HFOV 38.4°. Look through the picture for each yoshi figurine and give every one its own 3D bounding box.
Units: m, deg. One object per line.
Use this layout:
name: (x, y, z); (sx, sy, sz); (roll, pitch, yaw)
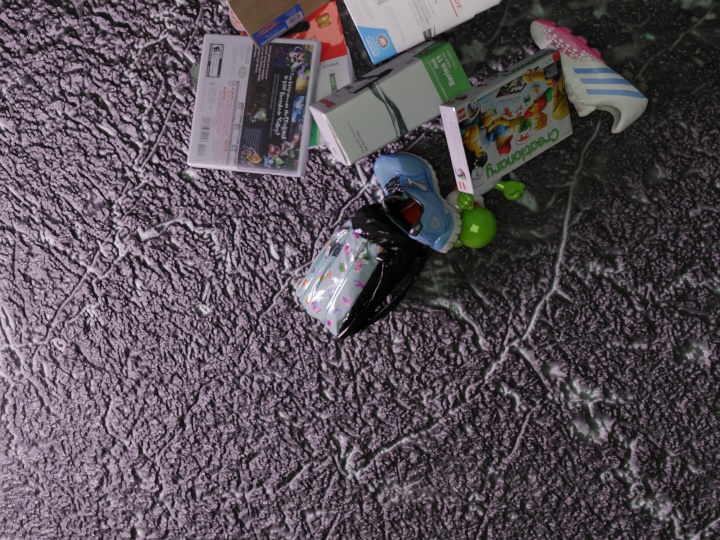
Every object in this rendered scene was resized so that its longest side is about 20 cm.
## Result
yoshi figurine: (0.179, -0.115, 1.483); (0.112, 0.112, 0.201); (21, 107, 0)

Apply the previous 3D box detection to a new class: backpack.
backpack: (0.000, 0.000, 1.526); (0.127, 0.167, 0.200); (41, 111, 20)

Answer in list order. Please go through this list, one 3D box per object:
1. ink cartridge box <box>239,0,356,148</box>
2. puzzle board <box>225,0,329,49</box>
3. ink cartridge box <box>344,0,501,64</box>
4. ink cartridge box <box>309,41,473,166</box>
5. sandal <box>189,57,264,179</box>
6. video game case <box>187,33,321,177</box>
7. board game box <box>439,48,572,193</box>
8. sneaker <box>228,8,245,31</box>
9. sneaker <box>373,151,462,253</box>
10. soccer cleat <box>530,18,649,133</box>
ink cartridge box: (-0.089, -0.281, 1.533); (0.160, 0.050, 0.201); (-12, 100, 13)
puzzle board: (-0.084, -0.398, 1.437); (0.200, 0.151, 0.017); (-34, 75, 2)
ink cartridge box: (0.087, -0.389, 1.458); (0.199, 0.068, 0.116); (-22, 106, 15)
ink cartridge box: (0.039, -0.234, 1.433); (0.200, 0.147, 0.083); (-30, 107, -3)
sandal: (-0.206, -0.227, 1.565); (0.075, 0.048, 0.201); (-25, 94, 14)
video game case: (-0.157, -0.244, 1.523); (0.181, 0.023, 0.201); (7, 87, 15)
board game box: (0.201, -0.205, 1.404); (0.200, 0.035, 0.127); (-32, 122, -26)
sneaker: (-0.107, -0.412, 1.501); (0.200, 0.080, 0.072); (-33, 76, 36)
sneaker: (0.067, -0.110, 1.472); (0.079, 0.090, 0.200); (-59, 42, 24)
soccer cleat: (0.307, -0.269, 1.440); (0.200, 0.070, 0.086); (36, 96, 1)
